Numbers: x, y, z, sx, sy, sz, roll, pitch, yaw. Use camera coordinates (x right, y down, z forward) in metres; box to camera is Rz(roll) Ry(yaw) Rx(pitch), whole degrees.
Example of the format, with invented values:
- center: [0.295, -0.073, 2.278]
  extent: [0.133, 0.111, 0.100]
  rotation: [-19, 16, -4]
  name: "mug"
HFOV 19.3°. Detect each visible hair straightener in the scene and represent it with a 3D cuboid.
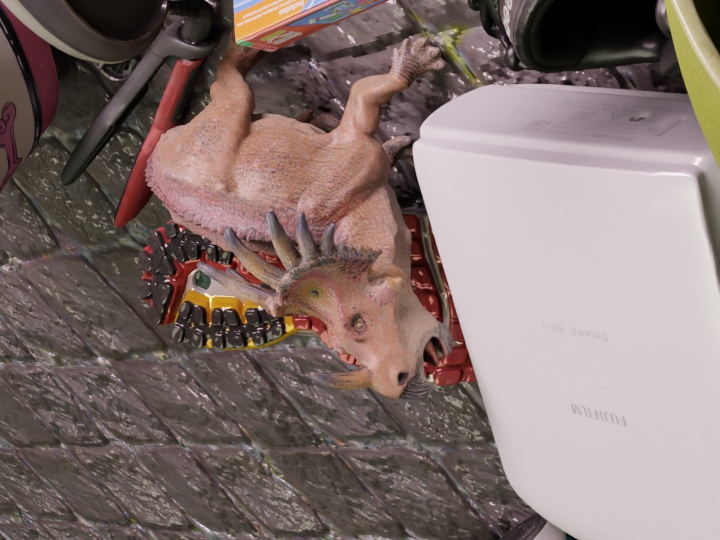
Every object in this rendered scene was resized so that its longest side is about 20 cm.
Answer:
- center: [-0.116, -0.091, 1.003]
  extent: [0.077, 0.041, 0.200]
  rotation: [36, 153, 1]
  name: "hair straightener"

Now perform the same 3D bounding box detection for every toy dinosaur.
- center: [-0.039, -0.032, 0.899]
  extent: [0.199, 0.136, 0.086]
  rotation: [16, 147, 36]
  name: "toy dinosaur"

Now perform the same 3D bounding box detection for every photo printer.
- center: [0.111, 0.031, 0.826]
  extent: [0.166, 0.069, 0.202]
  rotation: [11, 126, 49]
  name: "photo printer"

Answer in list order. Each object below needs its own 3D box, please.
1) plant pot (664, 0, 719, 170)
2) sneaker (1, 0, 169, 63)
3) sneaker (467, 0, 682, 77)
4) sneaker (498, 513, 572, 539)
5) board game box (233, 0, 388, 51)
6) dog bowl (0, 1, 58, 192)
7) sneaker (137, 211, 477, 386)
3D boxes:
- center: [0.168, -0.059, 0.592]
  extent: [0.186, 0.188, 0.200]
  rotation: [30, 166, 13]
  name: "plant pot"
- center: [-0.108, -0.163, 0.833]
  extent: [0.106, 0.075, 0.201]
  rotation: [10, 137, 41]
  name: "sneaker"
- center: [0.052, -0.118, 0.697]
  extent: [0.199, 0.098, 0.071]
  rotation: [24, 152, 27]
  name: "sneaker"
- center: [0.096, 0.214, 1.186]
  extent: [0.121, 0.084, 0.200]
  rotation: [47, 152, 2]
  name: "sneaker"
- center: [0.025, -0.145, 0.665]
  extent: [0.019, 0.104, 0.199]
  rotation: [8, 164, -40]
  name: "board game box"
- center: [-0.227, -0.117, 1.033]
  extent: [0.199, 0.074, 0.201]
  rotation: [36, 151, 23]
  name: "dog bowl"
- center: [0.000, 0.000, 0.985]
  extent: [0.198, 0.082, 0.079]
  rotation: [10, 106, 22]
  name: "sneaker"
